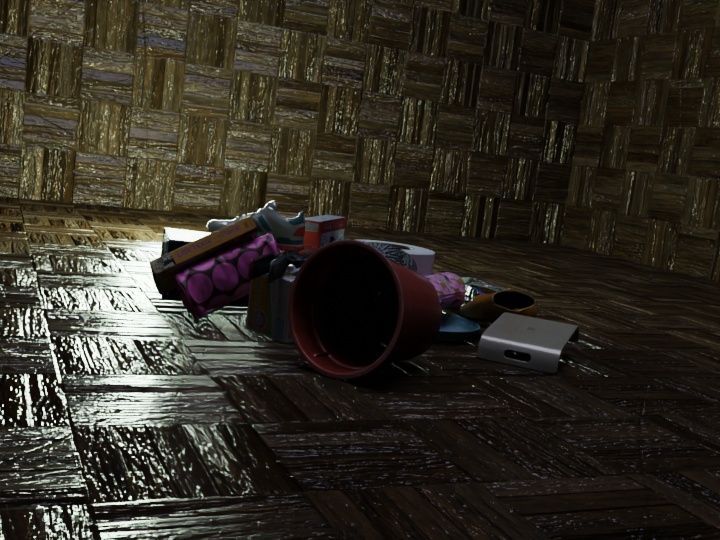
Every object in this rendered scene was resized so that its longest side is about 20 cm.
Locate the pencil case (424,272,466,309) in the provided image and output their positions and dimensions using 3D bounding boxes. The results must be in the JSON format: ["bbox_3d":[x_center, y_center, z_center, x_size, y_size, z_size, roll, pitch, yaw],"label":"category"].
[{"bbox_3d":[0.146,0.048,1.705,0.087,0.083,0.199,55,23,13],"label":"pencil case"}]

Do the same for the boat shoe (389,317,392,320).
[{"bbox_3d":[0.006,0.069,1.605,0.198,0.072,0.064,15,28,36],"label":"boat shoe"}]

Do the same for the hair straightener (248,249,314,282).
[{"bbox_3d":[-0.117,-0.008,1.433,0.076,0.041,0.200,10,8,16],"label":"hair straightener"}]

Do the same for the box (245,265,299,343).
[{"bbox_3d":[-0.096,0.054,1.506,0.101,0.114,0.199,15,12,38],"label":"box"}]

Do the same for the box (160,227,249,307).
[{"bbox_3d":[-0.303,-0.007,1.725,0.197,0.125,0.198,7,8,-16],"label":"box"}]

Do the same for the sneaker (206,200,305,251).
[{"bbox_3d":[-0.204,-0.097,1.694,0.197,0.095,0.070,10,6,-3],"label":"sneaker"}]

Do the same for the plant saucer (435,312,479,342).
[{"bbox_3d":[0.133,0.108,1.651,0.197,0.028,0.200,6,7,-1],"label":"plant saucer"}]

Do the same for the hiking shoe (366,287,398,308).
[{"bbox_3d":[0.012,0.022,1.462,0.199,0.076,0.101,20,39,-40],"label":"hiking shoe"}]

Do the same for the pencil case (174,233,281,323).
[{"bbox_3d":[-0.228,0.011,1.514,0.198,0.094,0.091,-27,-22,-17],"label":"pencil case"}]

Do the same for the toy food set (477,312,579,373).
[{"bbox_3d":[0.308,0.135,1.542,0.142,0.061,0.200,10,17,23],"label":"toy food set"}]

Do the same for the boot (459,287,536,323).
[{"bbox_3d":[0.312,0.076,1.709,0.199,0.072,0.144,2,-12,-27],"label":"boot"}]

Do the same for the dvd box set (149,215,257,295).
[{"bbox_3d":[-0.284,-0.026,1.543,0.198,0.030,0.146,-26,-10,-17],"label":"dvd box set"}]

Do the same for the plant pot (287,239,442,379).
[{"bbox_3d":[0.023,0.064,1.317,0.199,0.204,0.195,11,1,31],"label":"plant pot"}]

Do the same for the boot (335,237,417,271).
[{"bbox_3d":[0.006,0.025,1.661,0.180,0.201,0.073,18,50,2],"label":"boot"}]

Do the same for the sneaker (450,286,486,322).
[{"bbox_3d":[0.257,0.071,1.869,0.077,0.076,0.200,8,9,-15],"label":"sneaker"}]

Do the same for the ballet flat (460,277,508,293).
[{"bbox_3d":[0.277,0.060,1.993,0.072,0.073,0.199,-1,9,-45],"label":"ballet flat"}]

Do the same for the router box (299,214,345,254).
[{"bbox_3d":[-0.088,-0.026,1.856,0.048,0.182,0.200,8,8,12],"label":"router box"}]

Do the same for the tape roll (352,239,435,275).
[{"bbox_3d":[0.056,0.015,1.838,0.200,0.141,0.203,7,7,-1],"label":"tape roll"}]
